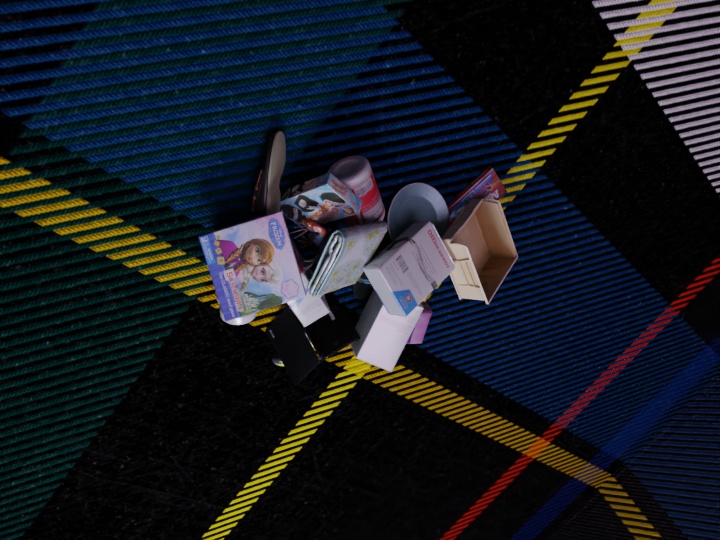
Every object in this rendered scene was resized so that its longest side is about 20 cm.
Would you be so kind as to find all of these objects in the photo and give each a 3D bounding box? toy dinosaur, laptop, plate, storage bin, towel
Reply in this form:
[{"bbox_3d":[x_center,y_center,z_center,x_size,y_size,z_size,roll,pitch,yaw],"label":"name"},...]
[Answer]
[{"bbox_3d":[-0.100,-0.092,1.445,0.199,0.106,0.181,-39,178,-29],"label":"toy dinosaur"},{"bbox_3d":[-0.131,0.172,1.613,0.197,0.179,0.104,-27,161,-22],"label":"laptop"},{"bbox_3d":[0.151,-0.129,1.577,0.195,0.025,0.206,-1,91,-27],"label":"plate"},{"bbox_3d":[0.318,-0.057,1.596,0.200,0.092,0.201,-48,125,-34],"label":"storage bin"},{"bbox_3d":[-0.034,-0.030,1.424,0.170,0.048,0.202,-21,149,-50],"label":"towel"}]

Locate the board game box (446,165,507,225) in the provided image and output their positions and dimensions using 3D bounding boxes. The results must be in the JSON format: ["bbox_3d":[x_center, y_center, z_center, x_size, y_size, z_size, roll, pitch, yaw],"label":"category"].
[{"bbox_3d":[0.309,-0.186,1.654,0.199,0.020,0.103,-42,129,7],"label":"board game box"}]

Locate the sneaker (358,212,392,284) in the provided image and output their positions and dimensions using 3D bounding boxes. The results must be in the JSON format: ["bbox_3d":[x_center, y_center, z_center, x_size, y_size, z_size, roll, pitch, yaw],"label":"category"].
[{"bbox_3d":[0.058,-0.054,1.562,0.073,0.081,0.204,29,82,-37],"label":"sneaker"}]

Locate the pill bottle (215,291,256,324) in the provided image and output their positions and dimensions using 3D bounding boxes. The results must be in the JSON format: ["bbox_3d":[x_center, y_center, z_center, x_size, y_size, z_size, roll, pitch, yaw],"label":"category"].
[{"bbox_3d":[-0.301,0.024,1.461,0.113,0.116,0.204,-6,124,-19],"label":"pill bottle"}]

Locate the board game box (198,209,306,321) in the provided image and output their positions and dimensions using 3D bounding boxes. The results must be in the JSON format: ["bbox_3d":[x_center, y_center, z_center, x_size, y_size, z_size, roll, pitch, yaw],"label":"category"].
[{"bbox_3d":[-0.242,-0.011,1.351,0.195,0.041,0.205,-17,102,-3],"label":"board game box"}]

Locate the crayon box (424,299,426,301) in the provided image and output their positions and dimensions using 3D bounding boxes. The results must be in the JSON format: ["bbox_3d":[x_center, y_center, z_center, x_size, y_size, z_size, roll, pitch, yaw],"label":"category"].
[{"bbox_3d":[0.145,-0.008,1.674,0.116,0.059,0.204,-2,122,-23],"label":"crayon box"}]

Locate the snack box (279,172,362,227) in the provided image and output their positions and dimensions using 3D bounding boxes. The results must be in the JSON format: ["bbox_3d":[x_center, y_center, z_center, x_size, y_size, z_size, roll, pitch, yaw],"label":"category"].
[{"bbox_3d":[-0.103,-0.158,1.400,0.197,0.038,0.115,-12,142,43],"label":"snack box"}]

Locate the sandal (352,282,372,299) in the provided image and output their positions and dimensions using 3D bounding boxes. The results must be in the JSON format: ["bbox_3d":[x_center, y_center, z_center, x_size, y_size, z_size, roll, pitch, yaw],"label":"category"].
[{"bbox_3d":[0.001,0.000,1.622,0.074,0.048,0.204,-22,128,-8],"label":"sandal"}]

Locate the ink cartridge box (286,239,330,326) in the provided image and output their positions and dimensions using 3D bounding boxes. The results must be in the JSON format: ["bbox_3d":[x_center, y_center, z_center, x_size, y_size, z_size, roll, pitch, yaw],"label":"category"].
[{"bbox_3d":[-0.167,0.019,1.497,0.084,0.149,0.202,-28,128,1],"label":"ink cartridge box"}]

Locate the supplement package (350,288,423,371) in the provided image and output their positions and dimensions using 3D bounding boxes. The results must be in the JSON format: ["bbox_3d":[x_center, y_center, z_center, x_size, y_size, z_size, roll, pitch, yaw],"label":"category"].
[{"bbox_3d":[0.067,0.147,1.617,0.115,0.118,0.204,23,102,-19],"label":"supplement package"}]

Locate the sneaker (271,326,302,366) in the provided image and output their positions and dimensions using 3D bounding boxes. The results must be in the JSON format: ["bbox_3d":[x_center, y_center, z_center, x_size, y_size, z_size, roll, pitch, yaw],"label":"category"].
[{"bbox_3d":[-0.170,0.188,1.667,0.198,0.074,0.082,-37,123,-7],"label":"sneaker"}]

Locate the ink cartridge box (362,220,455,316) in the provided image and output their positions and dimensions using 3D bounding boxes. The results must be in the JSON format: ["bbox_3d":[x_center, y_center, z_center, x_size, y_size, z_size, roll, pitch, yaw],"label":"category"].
[{"bbox_3d":[0.125,-0.006,1.502,0.199,0.083,0.147,-40,109,-24],"label":"ink cartridge box"}]

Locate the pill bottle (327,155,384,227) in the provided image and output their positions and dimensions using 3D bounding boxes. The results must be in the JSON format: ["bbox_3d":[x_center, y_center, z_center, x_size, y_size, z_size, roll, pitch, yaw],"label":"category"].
[{"bbox_3d":[-0.003,-0.169,1.467,0.110,0.113,0.203,-26,129,-5],"label":"pill bottle"}]

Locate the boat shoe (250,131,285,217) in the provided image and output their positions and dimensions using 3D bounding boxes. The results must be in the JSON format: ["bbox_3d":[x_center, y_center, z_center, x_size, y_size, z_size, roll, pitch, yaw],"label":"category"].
[{"bbox_3d":[-0.213,-0.218,1.366,0.062,0.073,0.207,15,108,17],"label":"boat shoe"}]

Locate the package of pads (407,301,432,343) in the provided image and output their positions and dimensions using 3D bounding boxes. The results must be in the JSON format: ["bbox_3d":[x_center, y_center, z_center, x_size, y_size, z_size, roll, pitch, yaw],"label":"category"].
[{"bbox_3d":[0.107,0.155,1.755,0.195,0.076,0.123,1,119,-25],"label":"package of pads"}]
